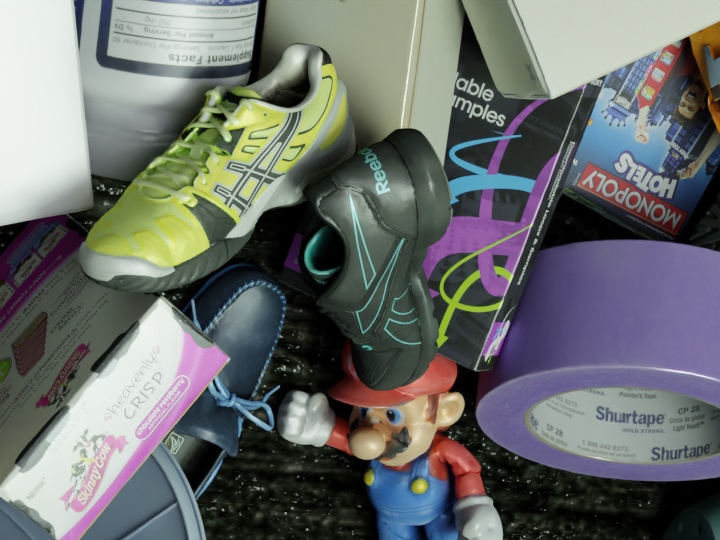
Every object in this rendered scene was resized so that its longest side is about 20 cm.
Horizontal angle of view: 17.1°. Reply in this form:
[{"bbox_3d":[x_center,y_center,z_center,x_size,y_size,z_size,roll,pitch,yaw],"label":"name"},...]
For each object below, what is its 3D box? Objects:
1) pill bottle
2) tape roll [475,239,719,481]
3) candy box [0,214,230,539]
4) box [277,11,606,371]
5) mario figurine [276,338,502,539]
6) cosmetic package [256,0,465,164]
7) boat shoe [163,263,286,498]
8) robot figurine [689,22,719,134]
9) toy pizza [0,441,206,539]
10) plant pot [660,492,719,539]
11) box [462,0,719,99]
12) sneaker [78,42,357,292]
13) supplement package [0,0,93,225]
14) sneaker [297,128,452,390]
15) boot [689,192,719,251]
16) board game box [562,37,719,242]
[{"bbox_3d":[-0.114,-0.156,1.342,0.115,0.116,0.201,1,107,-26],"label":"pill bottle"},{"bbox_3d":[0.173,0.060,1.495,0.199,0.200,0.085,21,62,-29],"label":"tape roll"},{"bbox_3d":[-0.169,0.053,1.335,0.137,0.200,0.061,-50,120,-3],"label":"candy box"},{"bbox_3d":[0.049,-0.058,1.446,0.036,0.142,0.201,4,108,-69],"label":"box"},{"bbox_3d":[0.018,0.130,1.499,0.123,0.106,0.201,-13,120,-3],"label":"mario figurine"},{"bbox_3d":[0.004,-0.161,1.391,0.073,0.103,0.201,-19,118,-62],"label":"cosmetic package"},{"bbox_3d":[-0.094,0.096,1.460,0.084,0.069,0.201,21,97,-29],"label":"boat shoe"},{"bbox_3d":[0.277,-0.077,1.471,0.144,0.058,0.201,-15,79,-38],"label":"robot figurine"},{"bbox_3d":[-0.159,0.177,1.395,0.032,0.200,0.201,6,105,-52],"label":"toy pizza"},{"bbox_3d":[0.289,0.233,1.624,0.160,0.201,0.202,10,102,-14],"label":"plant pot"},{"bbox_3d":[0.165,-0.171,1.356,0.199,0.095,0.078,-26,101,-13],"label":"box"},{"bbox_3d":[-0.082,-0.057,1.294,0.200,0.075,0.077,-40,135,-39],"label":"sneaker"},{"bbox_3d":[-0.225,-0.132,1.293,0.119,0.121,0.201,-12,111,-21],"label":"supplement package"},{"bbox_3d":[0.000,0.000,1.360,0.079,0.076,0.201,-20,142,-19],"label":"sneaker"},{"bbox_3d":[0.323,-0.054,1.615,0.199,0.066,0.165,-20,144,-36],"label":"boot"},{"bbox_3d":[0.137,-0.104,1.510,0.199,0.062,0.201,28,93,-30],"label":"board game box"}]
